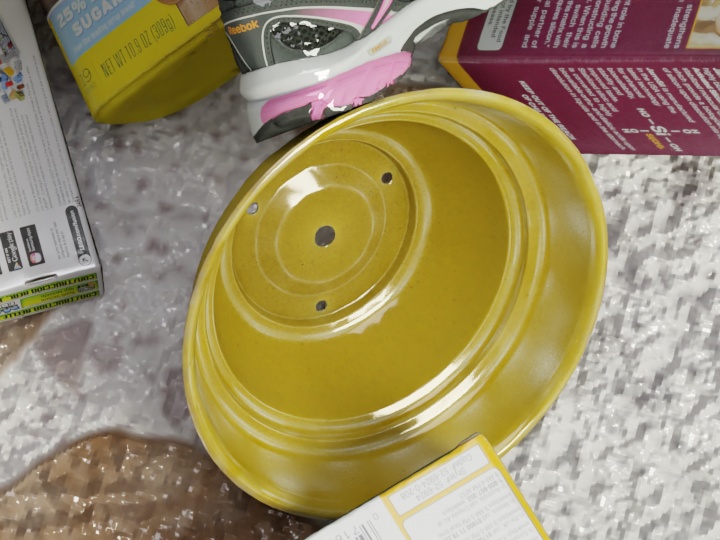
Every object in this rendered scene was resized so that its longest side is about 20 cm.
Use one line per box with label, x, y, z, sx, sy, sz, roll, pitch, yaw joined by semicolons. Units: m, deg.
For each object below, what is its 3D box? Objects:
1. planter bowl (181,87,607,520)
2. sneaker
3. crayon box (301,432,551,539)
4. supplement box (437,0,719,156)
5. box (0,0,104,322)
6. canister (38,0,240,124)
planter bowl;0.000;0.000;1.258;0.200;0.201;0.083;-29;36;-13
sneaker;0.008;-0.135;1.224;0.200;0.080;0.087;-44;114;-51
crayon box;0.049;0.186;1.220;0.126;0.052;0.200;-29;76;-12
supplement box;0.149;-0.115;1.281;0.200;0.086;0.111;3;64;37
box;-0.193;-0.071;1.329;0.110;0.035;0.201;-14;69;-7
canister;-0.100;-0.184;1.313;0.148;0.086;0.200;-33;78;33
